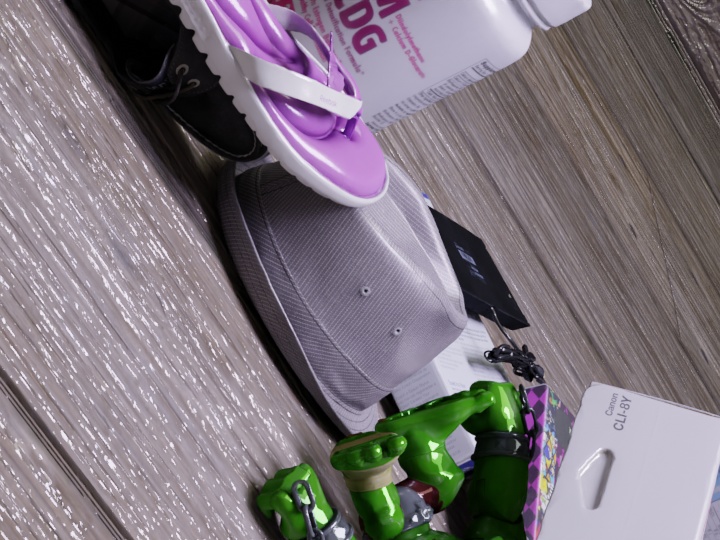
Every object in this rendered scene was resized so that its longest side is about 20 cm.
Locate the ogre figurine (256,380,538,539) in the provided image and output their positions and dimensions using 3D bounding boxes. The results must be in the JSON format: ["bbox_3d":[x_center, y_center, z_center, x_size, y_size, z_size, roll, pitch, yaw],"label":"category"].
[{"bbox_3d":[0.033,0.136,1.528,0.200,0.098,0.120,-28,102,-68],"label":"ogre figurine"}]

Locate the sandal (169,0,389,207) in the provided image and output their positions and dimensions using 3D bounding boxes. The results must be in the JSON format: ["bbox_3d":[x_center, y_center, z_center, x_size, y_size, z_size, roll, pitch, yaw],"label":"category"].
[{"bbox_3d":[-0.039,-0.113,1.545,0.203,0.050,0.083,50,36,-25],"label":"sandal"}]

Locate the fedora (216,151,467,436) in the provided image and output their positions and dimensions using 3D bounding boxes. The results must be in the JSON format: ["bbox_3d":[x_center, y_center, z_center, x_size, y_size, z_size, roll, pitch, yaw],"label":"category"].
[{"bbox_3d":[0.000,0.000,1.659,0.200,0.090,0.177,56,17,-30],"label":"fedora"}]

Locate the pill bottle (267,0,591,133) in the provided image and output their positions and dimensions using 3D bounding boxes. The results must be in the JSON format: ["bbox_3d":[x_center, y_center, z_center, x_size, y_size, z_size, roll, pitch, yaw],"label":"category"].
[{"bbox_3d":[0.040,-0.168,1.865,0.114,0.200,0.113,57,16,-26],"label":"pill bottle"}]

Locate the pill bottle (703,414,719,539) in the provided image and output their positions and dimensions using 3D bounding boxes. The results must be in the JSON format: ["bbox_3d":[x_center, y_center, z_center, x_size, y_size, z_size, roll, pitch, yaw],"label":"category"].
[{"bbox_3d":[0.251,0.163,2.049,0.109,0.200,0.109,57,16,-27],"label":"pill bottle"}]

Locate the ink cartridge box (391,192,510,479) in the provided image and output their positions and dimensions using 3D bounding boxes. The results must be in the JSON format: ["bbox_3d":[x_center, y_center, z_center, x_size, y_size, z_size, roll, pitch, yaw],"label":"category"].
[{"bbox_3d":[0.043,0.038,1.846,0.201,0.041,0.200,67,13,12],"label":"ink cartridge box"}]

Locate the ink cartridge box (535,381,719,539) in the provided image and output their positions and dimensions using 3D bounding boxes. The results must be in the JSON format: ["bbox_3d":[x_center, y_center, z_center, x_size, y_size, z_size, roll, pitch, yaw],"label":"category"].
[{"bbox_3d":[0.135,0.184,1.583,0.200,0.083,0.145,96,11,-46],"label":"ink cartridge box"}]

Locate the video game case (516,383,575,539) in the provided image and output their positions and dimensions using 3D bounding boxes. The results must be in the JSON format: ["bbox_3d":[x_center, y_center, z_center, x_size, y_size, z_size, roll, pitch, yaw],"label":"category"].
[{"bbox_3d":[0.133,0.202,1.798,0.181,0.036,0.201,51,37,-44],"label":"video game case"}]

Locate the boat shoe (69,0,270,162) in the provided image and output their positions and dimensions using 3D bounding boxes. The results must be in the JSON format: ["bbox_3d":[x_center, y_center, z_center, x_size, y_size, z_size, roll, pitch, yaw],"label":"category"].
[{"bbox_3d":[-0.108,-0.125,1.552,0.200,0.070,0.066,59,32,-31],"label":"boat shoe"}]

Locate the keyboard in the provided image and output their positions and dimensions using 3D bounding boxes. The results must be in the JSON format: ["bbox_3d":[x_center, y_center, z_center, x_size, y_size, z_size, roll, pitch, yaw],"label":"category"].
[{"bbox_3d":[0.074,0.017,1.878,0.127,0.021,0.200,61,12,16],"label":"keyboard"}]
